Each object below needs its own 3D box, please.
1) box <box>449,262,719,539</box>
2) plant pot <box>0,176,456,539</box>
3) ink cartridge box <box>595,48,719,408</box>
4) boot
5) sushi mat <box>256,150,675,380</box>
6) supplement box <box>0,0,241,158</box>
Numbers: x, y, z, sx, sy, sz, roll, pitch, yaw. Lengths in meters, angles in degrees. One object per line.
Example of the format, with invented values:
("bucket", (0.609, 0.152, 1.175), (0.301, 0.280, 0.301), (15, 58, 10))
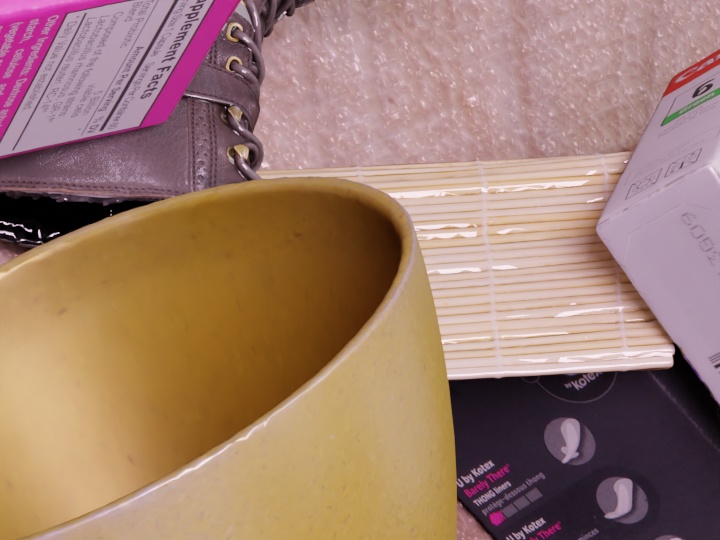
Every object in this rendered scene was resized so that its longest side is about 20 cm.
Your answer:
("box", (0.126, 0.070, 1.026), (0.200, 0.106, 0.122), (47, 39, -6))
("plant pot", (-0.053, 0.084, 0.793), (0.200, 0.200, 0.142), (-52, 126, -51))
("ink cartridge box", (0.149, -0.023, 0.979), (0.109, 0.050, 0.200), (54, 28, -12))
("boot", (-0.043, -0.071, 0.954), (0.200, 0.069, 0.174), (-2, 51, -2))
("sushi mat", (0.000, 0.000, 0.932), (0.200, 0.012, 0.096), (-3, 52, -4))
("supplement box", (-0.146, -0.089, 0.829), (0.200, 0.103, 0.101), (-15, 71, -30))
